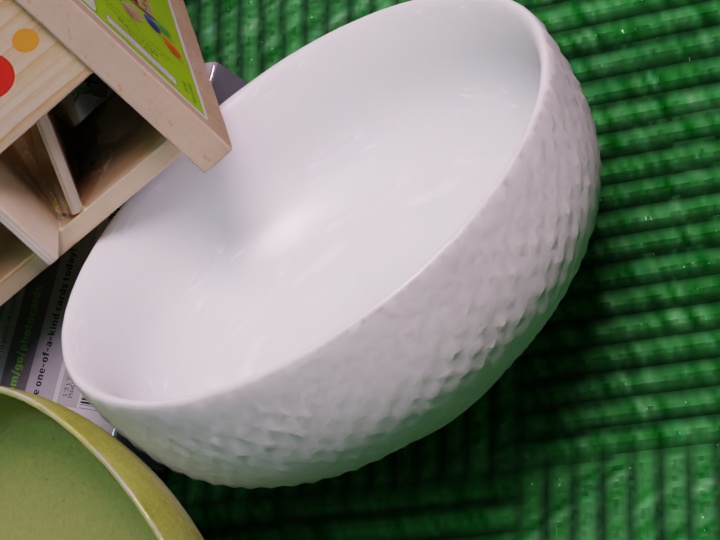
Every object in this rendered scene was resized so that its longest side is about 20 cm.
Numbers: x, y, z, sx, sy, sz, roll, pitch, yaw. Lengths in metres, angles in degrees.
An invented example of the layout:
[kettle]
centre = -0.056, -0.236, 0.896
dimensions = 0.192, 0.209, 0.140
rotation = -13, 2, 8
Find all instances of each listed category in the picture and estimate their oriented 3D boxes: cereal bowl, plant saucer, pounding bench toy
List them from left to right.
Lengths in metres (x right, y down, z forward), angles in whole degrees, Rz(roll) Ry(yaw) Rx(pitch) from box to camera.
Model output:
[pounding bench toy]
centre = -0.175, -0.083, 0.853
dimensions = 0.156, 0.200, 0.124
rotation = -39, 35, 12
[plant saucer]
centre = -0.094, 0.130, 0.844
dimensions = 0.200, 0.031, 0.201
rotation = 25, 125, 42
[cereal bowl]
centre = 0.000, 0.000, 0.833
dimensions = 0.200, 0.083, 0.200
rotation = -29, 30, 19

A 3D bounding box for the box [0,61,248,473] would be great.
[box]
centre = -0.147, -0.011, 0.973
dimensions = 0.200, 0.041, 0.156
rotation = 6, 76, 31
